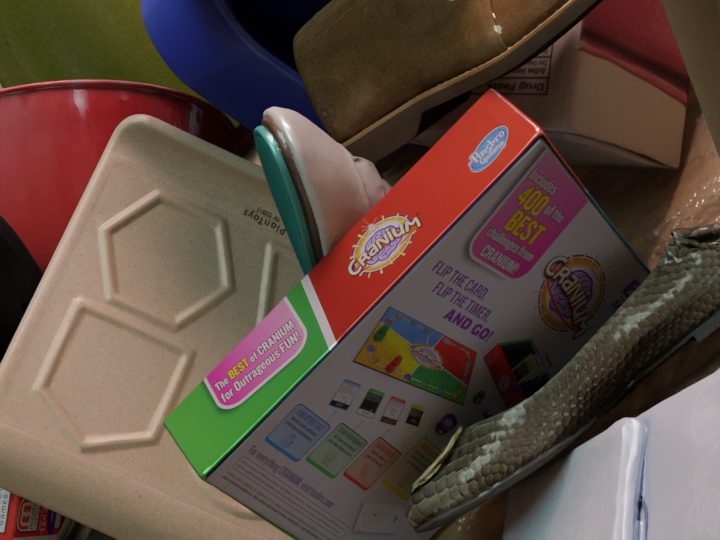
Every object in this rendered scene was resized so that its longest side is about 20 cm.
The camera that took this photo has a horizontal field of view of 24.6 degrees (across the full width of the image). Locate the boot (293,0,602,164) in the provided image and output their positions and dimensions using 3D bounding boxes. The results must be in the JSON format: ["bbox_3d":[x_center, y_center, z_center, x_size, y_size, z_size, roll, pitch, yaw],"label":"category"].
[{"bbox_3d":[0.048,-0.118,0.714,0.199,0.076,0.074,-30,3,35],"label":"boot"}]

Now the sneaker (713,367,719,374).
[{"bbox_3d":[0.198,0.083,0.623,0.082,0.074,0.200,-51,42,4],"label":"sneaker"}]

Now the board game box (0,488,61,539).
[{"bbox_3d":[-0.258,0.171,0.866,0.198,0.046,0.153,6,86,23],"label":"board game box"}]

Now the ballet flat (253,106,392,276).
[{"bbox_3d":[0.000,0.000,0.755,0.069,0.201,0.070,-7,40,6],"label":"ballet flat"}]

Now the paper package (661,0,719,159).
[{"bbox_3d":[0.208,-0.092,0.623,0.103,0.201,0.191,0,41,38],"label":"paper package"}]

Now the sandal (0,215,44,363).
[{"bbox_3d":[-0.172,0.048,0.863,0.074,0.201,0.045,-16,40,20],"label":"sandal"}]

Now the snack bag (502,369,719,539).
[{"bbox_3d":[0.101,0.137,0.636,0.200,0.021,0.190,-42,31,55],"label":"snack bag"}]

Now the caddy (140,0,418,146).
[{"bbox_3d":[-0.020,-0.146,0.896,0.105,0.199,0.142,-21,44,49],"label":"caddy"}]

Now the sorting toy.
[{"bbox_3d":[-0.077,0.045,0.835,0.036,0.184,0.201,127,167,-72],"label":"sorting toy"}]

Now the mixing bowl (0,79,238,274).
[{"bbox_3d":[-0.160,-0.015,0.931,0.199,0.200,0.109,-20,69,28],"label":"mixing bowl"}]

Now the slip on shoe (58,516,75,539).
[{"bbox_3d":[-0.236,0.186,0.912,0.074,0.061,0.201,34,84,32],"label":"slip on shoe"}]

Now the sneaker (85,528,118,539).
[{"bbox_3d":[-0.119,0.180,0.837,0.075,0.070,0.201,-23,41,51],"label":"sneaker"}]

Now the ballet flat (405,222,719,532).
[{"bbox_3d":[0.096,0.044,0.731,0.199,0.067,0.046,-38,85,1],"label":"ballet flat"}]

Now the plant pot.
[{"bbox_3d":[-0.172,-0.179,1.017,0.186,0.200,0.188,-24,39,21],"label":"plant pot"}]

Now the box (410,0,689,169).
[{"bbox_3d":[0.092,-0.157,0.816,0.127,0.108,0.202,6,87,41],"label":"box"}]

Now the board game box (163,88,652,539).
[{"bbox_3d":[0.031,0.038,0.736,0.200,0.153,0.040,-45,48,2],"label":"board game box"}]
